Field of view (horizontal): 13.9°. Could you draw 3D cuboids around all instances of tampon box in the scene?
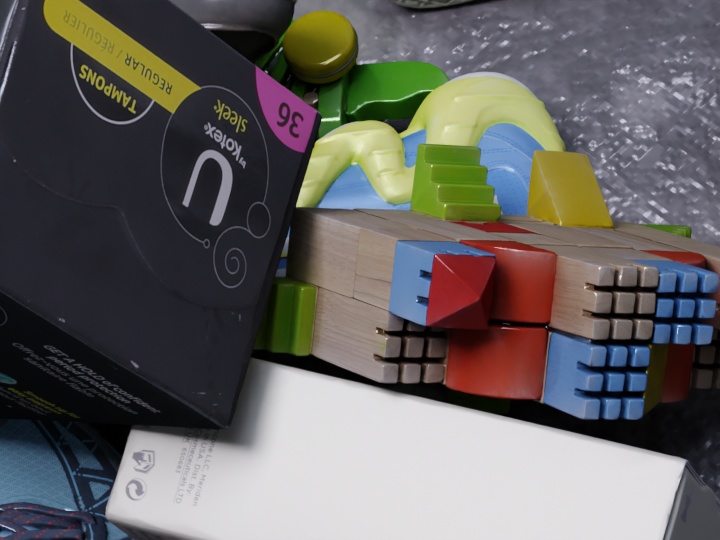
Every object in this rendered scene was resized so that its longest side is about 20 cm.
[{"bbox_3d":[-0.145,-0.030,1.037,0.200,0.150,0.126,0,66,40],"label":"tampon box"}]

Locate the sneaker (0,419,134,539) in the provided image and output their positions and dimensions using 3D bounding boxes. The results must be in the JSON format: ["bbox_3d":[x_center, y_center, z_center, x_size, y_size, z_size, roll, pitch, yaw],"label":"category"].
[{"bbox_3d":[-0.107,0.122,1.072,0.079,0.096,0.200,-16,55,1],"label":"sneaker"}]

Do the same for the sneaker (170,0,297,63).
[{"bbox_3d":[-0.096,-0.049,1.162,0.200,0.075,0.106,-20,68,43],"label":"sneaker"}]

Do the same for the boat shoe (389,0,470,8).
[{"bbox_3d":[0.097,-0.163,1.229,0.200,0.075,0.062,-12,62,11],"label":"boat shoe"}]

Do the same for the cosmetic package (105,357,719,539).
[{"bbox_3d":[0.023,0.089,1.055,0.200,0.105,0.071,12,77,21],"label":"cosmetic package"}]

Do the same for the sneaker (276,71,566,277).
[{"bbox_3d":[0.000,0.000,1.142,0.200,0.076,0.105,-29,57,-8],"label":"sneaker"}]

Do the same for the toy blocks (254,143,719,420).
[{"bbox_3d":[0.070,0.015,1.047,0.200,0.100,0.137,2,9,-30],"label":"toy blocks"}]

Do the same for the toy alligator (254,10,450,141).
[{"bbox_3d":[-0.058,-0.080,1.216,0.200,0.059,0.054,16,62,22],"label":"toy alligator"}]
